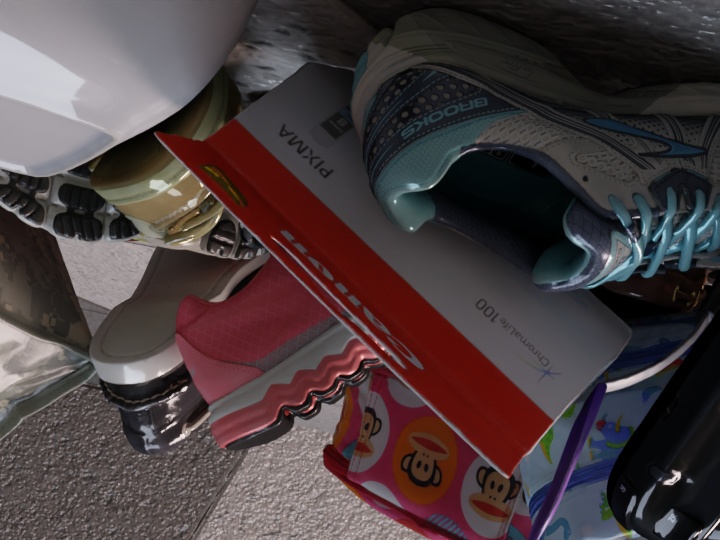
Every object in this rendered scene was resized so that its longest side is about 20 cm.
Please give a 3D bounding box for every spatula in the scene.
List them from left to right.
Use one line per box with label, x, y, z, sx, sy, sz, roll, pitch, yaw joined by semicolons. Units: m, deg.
spatula;0.119;0.027;0.736;0.021;0.200;0.057;39;159;10

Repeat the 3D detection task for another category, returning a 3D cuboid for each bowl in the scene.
bowl;-0.152;-0.092;0.692;0.198;0.075;0.199;18;169;-23

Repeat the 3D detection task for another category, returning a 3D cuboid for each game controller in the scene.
game controller;0.170;0.024;0.680;0.104;0.201;0.042;8;-146;-39

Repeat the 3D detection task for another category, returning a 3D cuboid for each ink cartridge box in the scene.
ink cartridge box;0.020;-0.009;0.685;0.160;0.047;0.200;44;-171;6

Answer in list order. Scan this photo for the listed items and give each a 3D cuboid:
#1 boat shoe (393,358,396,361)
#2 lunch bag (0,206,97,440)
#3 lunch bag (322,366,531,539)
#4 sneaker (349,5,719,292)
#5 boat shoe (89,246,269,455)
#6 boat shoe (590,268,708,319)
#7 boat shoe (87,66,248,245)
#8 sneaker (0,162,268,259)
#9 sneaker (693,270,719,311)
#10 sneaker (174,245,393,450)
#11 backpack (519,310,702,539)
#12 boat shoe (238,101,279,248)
boat shoe;-0.003;0.009;1.024;0.074;0.066;0.200;61;160;-13
lunch bag;-0.239;-0.018;0.928;0.117;0.165;0.200;-35;143;14
lunch bag;0.096;0.109;1.034;0.199;0.083;0.175;23;-172;42
sneaker;0.090;-0.021;0.675;0.198;0.087;0.078;12;131;-8
boat shoe;-0.076;0.021;0.998;0.073;0.061;0.200;-2;-152;20
boat shoe;0.127;-0.003;0.885;0.070;0.071;0.200;9;172;11
boat shoe;-0.071;-0.043;0.802;0.063;0.073;0.201;41;172;-11
sneaker;-0.127;-0.047;0.941;0.199;0.078;0.084;21;173;-41
sneaker;0.238;0.037;0.955;0.145;0.078;0.202;9;171;9
sneaker;0.000;0.000;0.901;0.199;0.087;0.074;-32;172;-5
backpack;0.167;0.081;0.821;0.198;0.155;0.163;-23;164;0
boat shoe;0.028;-0.035;0.829;0.198;0.068;0.072;3;166;37
